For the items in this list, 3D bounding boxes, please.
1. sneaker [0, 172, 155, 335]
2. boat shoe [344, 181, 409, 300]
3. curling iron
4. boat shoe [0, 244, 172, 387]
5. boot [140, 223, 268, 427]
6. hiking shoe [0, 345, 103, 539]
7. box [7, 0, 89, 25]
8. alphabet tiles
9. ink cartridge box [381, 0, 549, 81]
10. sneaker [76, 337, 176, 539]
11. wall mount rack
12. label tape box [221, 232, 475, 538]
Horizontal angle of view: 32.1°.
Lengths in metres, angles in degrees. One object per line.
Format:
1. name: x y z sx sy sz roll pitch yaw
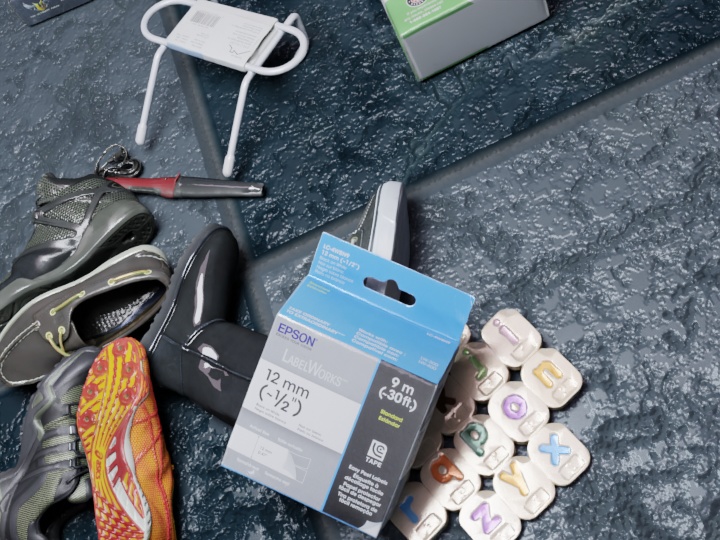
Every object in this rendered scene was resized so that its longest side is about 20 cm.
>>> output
1. sneaker: -0.310 -0.020 1.247 0.199 0.076 0.114 -43 57 -7
2. boat shoe: 0.000 0.000 1.105 0.070 0.073 0.202 0 50 15
3. curling iron: -0.187 -0.094 1.263 0.198 0.026 0.050 10 72 24
4. boat shoe: -0.266 0.049 1.189 0.200 0.072 0.061 -35 27 0
5. boot: -0.090 0.062 1.129 0.198 0.066 0.166 21 82 30
6. hiking shoe: -0.263 0.172 1.147 0.100 0.076 0.202 23 84 19
7. box: -0.314 -0.387 1.435 0.198 0.051 0.159 -18 60 10
8. alphabet tiles: 0.089 0.131 1.057 0.200 0.015 0.196 -44 66 -4
9. ink cartridge box: 0.079 -0.311 1.235 0.145 0.084 0.202 -26 60 6
10. sneaker: -0.204 0.161 1.114 0.072 0.077 0.203 -12 74 21
11. wall mount rack: -0.146 -0.197 1.267 0.198 0.075 0.175 20 64 27
12. label tape box: -0.010 0.090 1.006 0.142 0.066 0.202 23 101 10
